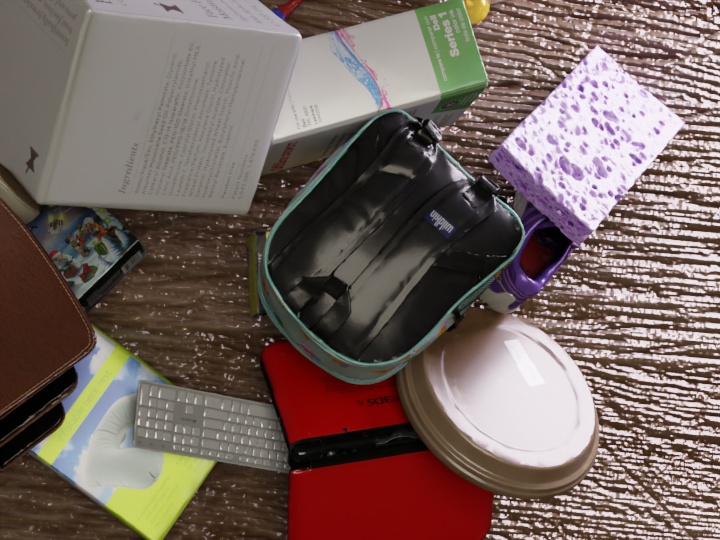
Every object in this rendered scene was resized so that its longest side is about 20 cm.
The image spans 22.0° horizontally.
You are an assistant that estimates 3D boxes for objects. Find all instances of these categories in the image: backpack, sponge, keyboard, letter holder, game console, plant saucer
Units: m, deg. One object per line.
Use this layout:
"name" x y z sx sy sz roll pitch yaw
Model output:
"backpack" 0.011 -0.008 1.551 0.176 0.153 0.200 44 68 0
"sponge" 0.205 -0.116 1.659 0.111 0.030 0.200 43 48 2
"keyboard" -0.109 0.138 1.595 0.199 0.011 0.057 14 79 -37
"letter holder" -0.305 0.037 1.495 0.142 0.101 0.200 -37 71 -10
"game console" 0.014 0.153 1.643 0.198 0.119 0.173 -7 55 -22
"plant saucer" 0.125 0.108 1.620 0.198 0.030 0.201 16 45 -17

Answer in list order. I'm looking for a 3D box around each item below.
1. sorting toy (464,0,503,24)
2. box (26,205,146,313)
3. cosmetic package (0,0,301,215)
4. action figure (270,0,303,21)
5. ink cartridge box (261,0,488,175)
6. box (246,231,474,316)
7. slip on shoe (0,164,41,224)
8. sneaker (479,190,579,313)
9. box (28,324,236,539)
"sorting toy" 0.091 -0.310 1.633 0.199 0.180 0.107 33 80 -6
"box" -0.300 0.006 1.579 0.137 0.040 0.200 41 78 18
"cosmetic package" -0.186 -0.157 1.491 0.199 0.165 0.166 2 118 -38
"action figure" -0.122 -0.204 1.652 0.065 0.052 0.200 46 81 -7
"ink cartridge box" -0.006 -0.157 1.617 0.198 0.145 0.085 -16 84 -11
"box" 0.000 0.000 1.653 0.198 0.050 0.076 -3 85 -10
"slip on shoe" -0.311 -0.134 1.570 0.060 0.076 0.201 -32 65 8
"sneaker" 0.179 -0.043 1.659 0.081 0.083 0.201 41 61 -19
"box" -0.221 0.130 1.601 0.199 0.048 0.122 37 78 -6
